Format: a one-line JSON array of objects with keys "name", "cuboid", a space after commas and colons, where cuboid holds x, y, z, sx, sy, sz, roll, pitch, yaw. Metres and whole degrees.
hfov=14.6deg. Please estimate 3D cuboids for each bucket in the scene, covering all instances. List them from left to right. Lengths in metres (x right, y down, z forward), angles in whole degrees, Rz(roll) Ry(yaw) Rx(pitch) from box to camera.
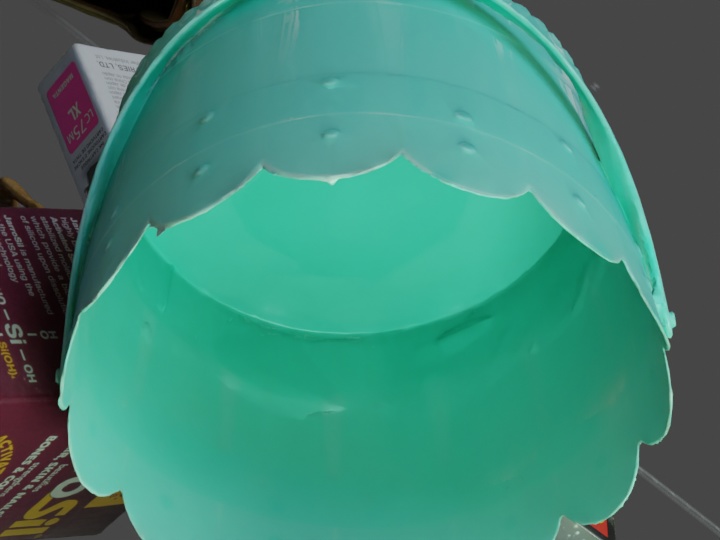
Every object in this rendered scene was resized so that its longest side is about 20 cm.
[{"name": "bucket", "cuboid": [0.000, 0.000, 0.963, 0.207, 0.207, 0.135, 29, 34, -25]}]

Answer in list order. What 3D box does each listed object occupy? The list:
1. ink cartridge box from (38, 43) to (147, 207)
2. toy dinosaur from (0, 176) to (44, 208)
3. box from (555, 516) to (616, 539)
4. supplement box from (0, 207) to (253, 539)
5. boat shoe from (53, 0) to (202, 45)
[{"name": "ink cartridge box", "cuboid": [-0.058, -0.008, 1.240, 0.119, 0.042, 0.200, 5, 48, -44]}, {"name": "toy dinosaur", "cuboid": [-0.177, -0.057, 1.161, 0.200, 0.060, 0.106, 60, 11, 10]}, {"name": "box", "cuboid": [0.016, 0.043, 1.164, 0.200, 0.038, 0.137, 36, 18, -12]}, {"name": "supplement box", "cuboid": [-0.152, 0.040, 1.020, 0.200, 0.110, 0.086, 1, 55, -48]}, {"name": "boat shoe", "cuboid": [-0.088, -0.134, 1.321, 0.200, 0.072, 0.068, 15, 48, -26]}]
